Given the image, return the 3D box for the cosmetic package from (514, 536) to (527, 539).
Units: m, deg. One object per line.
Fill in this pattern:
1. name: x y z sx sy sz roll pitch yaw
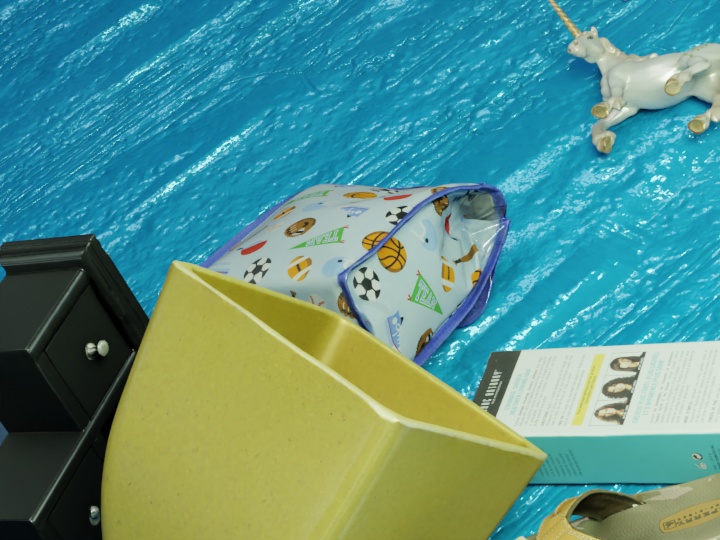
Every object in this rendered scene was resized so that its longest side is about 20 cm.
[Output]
1. cosmetic package: 0.045 0.253 0.928 0.199 0.104 0.073 -33 33 -10

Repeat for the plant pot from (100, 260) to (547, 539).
1. plant pot: -0.043 0.141 1.033 0.195 0.194 0.201 32 96 33

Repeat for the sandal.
1. sandal: 0.149 0.162 1.015 0.199 0.054 0.081 -24 34 7

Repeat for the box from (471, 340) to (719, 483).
1. box: 0.169 0.093 1.095 0.199 0.049 0.083 -4 40 31

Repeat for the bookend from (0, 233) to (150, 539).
1. bookend: -0.221 0.115 1.211 0.091 0.201 0.199 -4 40 32

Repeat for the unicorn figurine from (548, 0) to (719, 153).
1. unicorn figurine: 0.231 -0.155 1.371 0.198 0.074 0.138 7 36 21

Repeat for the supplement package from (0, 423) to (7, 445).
1. supplement package: -0.379 0.161 1.269 0.199 0.192 0.147 -27 34 3

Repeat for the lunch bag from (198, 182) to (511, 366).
1. lunch bag: 0.000 0.000 1.269 0.169 0.125 0.200 0 33 38
